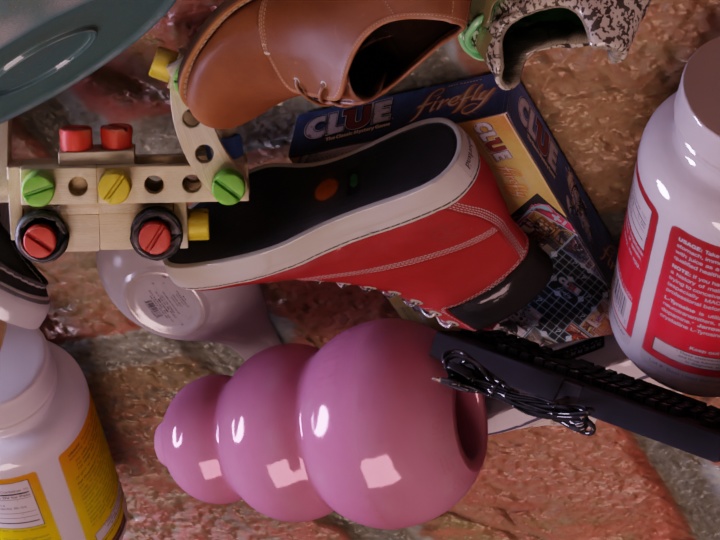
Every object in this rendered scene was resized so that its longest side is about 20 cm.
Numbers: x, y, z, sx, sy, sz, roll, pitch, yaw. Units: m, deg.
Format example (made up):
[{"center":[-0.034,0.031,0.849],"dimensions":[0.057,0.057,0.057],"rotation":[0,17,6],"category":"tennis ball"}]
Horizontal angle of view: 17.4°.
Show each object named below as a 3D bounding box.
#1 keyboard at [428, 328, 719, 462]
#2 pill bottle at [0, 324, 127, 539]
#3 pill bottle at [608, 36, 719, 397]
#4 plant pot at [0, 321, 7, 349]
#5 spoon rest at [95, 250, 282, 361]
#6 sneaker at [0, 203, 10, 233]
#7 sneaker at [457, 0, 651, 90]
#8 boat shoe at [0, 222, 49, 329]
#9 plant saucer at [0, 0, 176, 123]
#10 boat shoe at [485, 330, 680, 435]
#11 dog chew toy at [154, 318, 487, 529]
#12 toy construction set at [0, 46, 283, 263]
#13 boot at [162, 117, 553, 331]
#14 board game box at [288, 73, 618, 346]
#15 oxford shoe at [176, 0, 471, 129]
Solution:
[{"center":[0.121,0.065,1.295],"dimensions":[0.200,0.021,0.127],"rotation":[18,-165,37],"category":"keyboard"},{"center":[-0.223,0.118,1.554],"dimensions":[0.109,0.109,0.200],"rotation":[3,142,10],"category":"pill bottle"},{"center":[0.199,-0.030,1.261],"dimensions":[0.112,0.112,0.200],"rotation":[8,143,3],"category":"pill bottle"},{"center":[-0.304,0.016,1.384],"dimensions":[0.200,0.200,0.027],"rotation":[-1,175,15],"category":"plant pot"},{"center":[-0.091,0.037,1.475],"dimensions":[0.099,0.061,0.200],"rotation":[-15,122,28],"category":"spoon rest"},{"center":[-0.273,-0.004,1.457],"dimensions":[0.200,0.074,0.118],"rotation":[-18,159,13],"category":"sneaker"},{"center":[0.064,-0.133,1.154],"dimensions":[0.200,0.089,0.077],"rotation":[0,154,45],"category":"sneaker"},{"center":[-0.243,-0.043,1.320],"dimensions":[0.200,0.057,0.069],"rotation":[39,-169,20],"category":"boat shoe"},{"center":[-0.163,-0.111,1.160],"dimensions":[0.200,0.200,0.027],"rotation":[-36,84,43],"category":"plant saucer"},{"center":[0.130,0.070,1.447],"dimensions":[0.200,0.071,0.070],"rotation":[-21,130,26],"category":"boat shoe"},{"center":[-0.028,0.095,1.406],"dimensions":[0.200,0.125,0.125],"rotation":[-6,139,20],"category":"dog chew toy"},{"center":[-0.137,-0.075,1.284],"dimensions":[0.200,0.092,0.131],"rotation":[3,106,11],"category":"toy construction set"},{"center":[0.000,0.000,1.328],"dimensions":[0.200,0.072,0.144],"rotation":[-15,137,24],"category":"boot"},{"center":[0.064,-0.026,1.362],"dimensions":[0.135,0.035,0.200],"rotation":[-10,138,25],"category":"board game box"},{"center":[-0.022,-0.107,1.157],"dimensions":[0.071,0.071,0.200],"rotation":[9,154,-39],"category":"oxford shoe"}]
